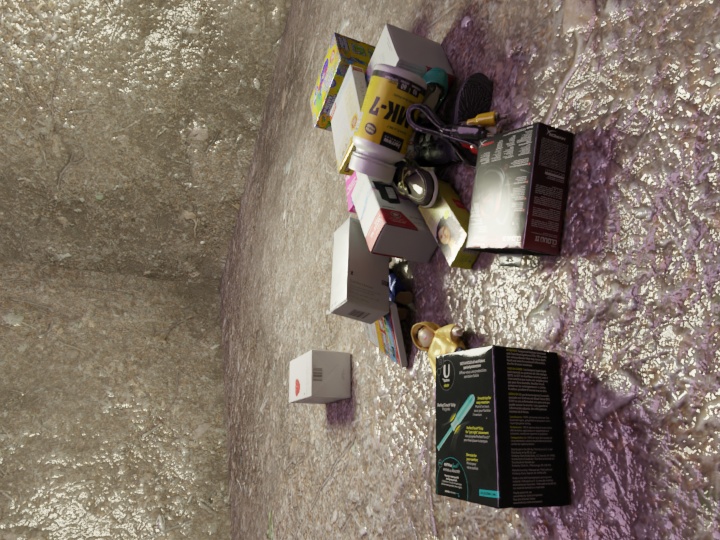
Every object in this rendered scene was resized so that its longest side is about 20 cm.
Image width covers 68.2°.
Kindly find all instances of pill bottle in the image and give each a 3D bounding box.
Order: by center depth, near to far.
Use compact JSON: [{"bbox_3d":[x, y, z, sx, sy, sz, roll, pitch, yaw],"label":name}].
[{"bbox_3d":[0.050,-0.287,1.050,0.114,0.111,0.206,40,115,62],"label":"pill bottle"}]

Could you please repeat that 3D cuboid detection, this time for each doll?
[{"bbox_3d":[0.058,0.036,1.249,0.201,0.047,0.140,-122,43,-56],"label":"doll"}]

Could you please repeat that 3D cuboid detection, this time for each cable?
[{"bbox_3d":[0.172,-0.247,0.965,0.196,0.050,0.100,21,118,33],"label":"cable"}]

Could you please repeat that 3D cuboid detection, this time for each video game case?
[{"bbox_3d":[0.046,0.122,1.221,0.199,0.017,0.147,-152,48,-66],"label":"video game case"}]

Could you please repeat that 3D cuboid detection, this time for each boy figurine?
[{"bbox_3d":[0.157,0.150,0.969,0.201,0.063,0.128,-126,46,-54],"label":"boy figurine"}]

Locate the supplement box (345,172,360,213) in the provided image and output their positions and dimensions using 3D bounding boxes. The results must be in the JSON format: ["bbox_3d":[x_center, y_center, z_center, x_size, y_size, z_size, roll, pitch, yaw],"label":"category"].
[{"bbox_3d":[0.024,-0.246,1.307,0.101,0.101,0.206,-47,44,51],"label":"supplement box"}]

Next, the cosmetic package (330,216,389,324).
[{"bbox_3d":[0.000,0.000,1.157,0.081,0.110,0.206,-37,45,50],"label":"cosmetic package"}]

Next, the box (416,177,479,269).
[{"bbox_3d":[0.171,-0.096,1.028,0.202,0.049,0.077,-110,37,-48],"label":"box"}]

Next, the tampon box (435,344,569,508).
[{"bbox_3d":[0.198,0.223,0.771,0.149,0.123,0.207,153,123,-61],"label":"tampon box"}]

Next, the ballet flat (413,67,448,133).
[{"bbox_3d":[0.111,-0.329,1.110,0.200,0.066,0.072,-48,25,34],"label":"ballet flat"}]

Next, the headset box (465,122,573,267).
[{"bbox_3d":[0.242,-0.109,0.833,0.148,0.073,0.207,-175,93,-67],"label":"headset box"}]

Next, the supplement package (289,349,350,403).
[{"bbox_3d":[-0.118,0.303,1.488,0.199,0.116,0.125,143,129,-59],"label":"supplement package"}]

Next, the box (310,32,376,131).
[{"bbox_3d":[-0.010,-0.469,1.387,0.202,0.187,0.124,122,147,-42],"label":"box"}]

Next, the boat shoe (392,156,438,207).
[{"bbox_3d":[0.100,-0.185,1.085,0.203,0.059,0.074,-118,43,-59],"label":"boat shoe"}]

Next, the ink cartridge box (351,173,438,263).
[{"bbox_3d":[0.074,-0.122,1.141,0.203,0.142,0.084,-108,35,-44],"label":"ink cartridge box"}]

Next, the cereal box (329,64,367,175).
[{"bbox_3d":[-0.021,-0.340,1.203,0.145,0.038,0.205,125,145,-48],"label":"cereal box"}]

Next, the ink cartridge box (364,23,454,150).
[{"bbox_3d":[0.090,-0.403,1.192,0.202,0.141,0.148,121,148,-43],"label":"ink cartridge box"}]

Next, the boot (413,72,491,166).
[{"bbox_3d":[0.176,-0.294,1.074,0.200,0.064,0.170,-157,83,-74],"label":"boot"}]
